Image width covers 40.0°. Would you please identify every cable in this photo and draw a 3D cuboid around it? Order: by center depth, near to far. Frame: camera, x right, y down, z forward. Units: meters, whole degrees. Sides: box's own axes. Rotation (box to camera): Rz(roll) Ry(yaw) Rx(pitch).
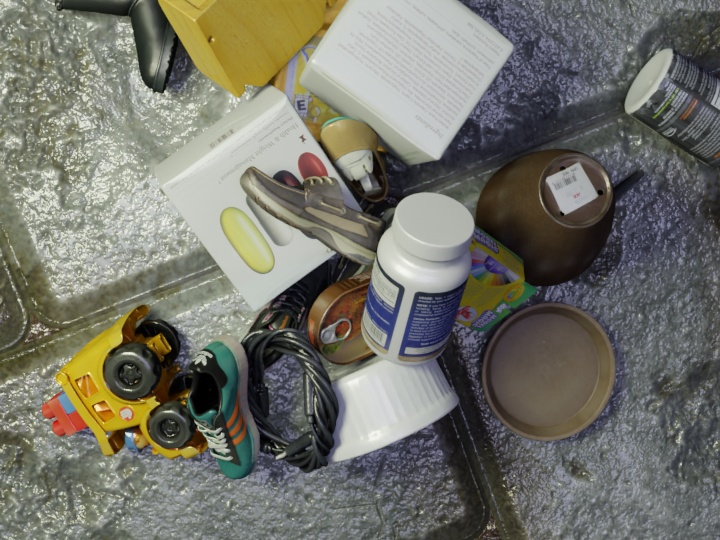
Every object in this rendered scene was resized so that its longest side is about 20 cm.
[{"bbox_3d":[-0.095,0.164,1.251,0.051,0.163,0.201,-22,132,-44],"label":"cable"}]

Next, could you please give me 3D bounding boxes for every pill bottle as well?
[{"bbox_3d":[0.070,0.011,1.196,0.115,0.116,0.201,5,134,-8],"label":"pill bottle"},{"bbox_3d":[0.479,-0.215,1.383,0.199,0.106,0.107,31,90,-9],"label":"pill bottle"}]

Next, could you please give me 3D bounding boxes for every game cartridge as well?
[{"bbox_3d":[-0.036,-0.271,1.347,0.175,0.032,0.202,7,95,-8],"label":"game cartridge"}]

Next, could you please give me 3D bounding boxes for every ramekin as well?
[{"bbox_3d":[0.022,0.167,1.311,0.199,0.200,0.098,-23,91,-5],"label":"ramekin"}]

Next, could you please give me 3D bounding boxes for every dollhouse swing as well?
[{"bbox_3d":[-0.176,-0.365,1.272,0.200,0.175,0.182,-49,141,-18],"label":"dollhouse swing"}]

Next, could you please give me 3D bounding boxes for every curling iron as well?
[{"bbox_3d":[0.324,-0.087,1.413,0.199,0.026,0.050,-32,95,-4],"label":"curling iron"}]

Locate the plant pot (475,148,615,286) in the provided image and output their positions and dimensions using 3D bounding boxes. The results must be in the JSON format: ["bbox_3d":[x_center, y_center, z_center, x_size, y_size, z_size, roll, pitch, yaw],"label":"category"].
[{"bbox_3d":[0.257,-0.084,1.297,0.185,0.200,0.189,0,82,-1],"label":"plant pot"}]

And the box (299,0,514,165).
[{"bbox_3d":[0.050,-0.258,1.246,0.199,0.199,0.172,36,89,-9],"label":"box"}]

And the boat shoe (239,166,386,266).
[{"bbox_3d":[-0.053,-0.078,1.183,0.199,0.074,0.074,30,86,-29],"label":"boat shoe"}]

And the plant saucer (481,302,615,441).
[{"bbox_3d":[0.269,0.144,1.424,0.198,0.029,0.202,-1,95,-7],"label":"plant saucer"}]

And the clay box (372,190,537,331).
[{"bbox_3d":[0.122,-0.006,1.288,0.199,0.048,0.115,33,127,-23],"label":"clay box"}]

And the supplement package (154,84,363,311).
[{"bbox_3d":[-0.126,-0.096,1.269,0.191,0.147,0.200,-36,111,-1],"label":"supplement package"}]

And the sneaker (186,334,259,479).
[{"bbox_3d":[-0.182,0.185,1.250,0.071,0.080,0.201,9,116,33],"label":"sneaker"}]

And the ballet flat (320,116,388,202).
[{"bbox_3d":[0.002,-0.138,1.279,0.068,0.200,0.063,-21,74,11],"label":"ballet flat"}]

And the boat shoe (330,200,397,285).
[{"bbox_3d":[0.000,0.000,1.362,0.072,0.060,0.202,27,93,-44],"label":"boat shoe"}]

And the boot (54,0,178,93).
[{"bbox_3d":[-0.312,-0.340,1.283,0.161,0.073,0.200,10,86,-11],"label":"boot"}]

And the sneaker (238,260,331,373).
[{"bbox_3d":[-0.100,0.062,1.337,0.080,0.086,0.201,28,91,-9],"label":"sneaker"}]

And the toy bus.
[{"bbox_3d":[-0.312,0.177,1.305,0.191,0.136,0.201,-30,101,9],"label":"toy bus"}]

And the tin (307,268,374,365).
[{"bbox_3d":[0.016,0.055,1.335,0.199,0.042,0.113,-21,119,-31],"label":"tin"}]
